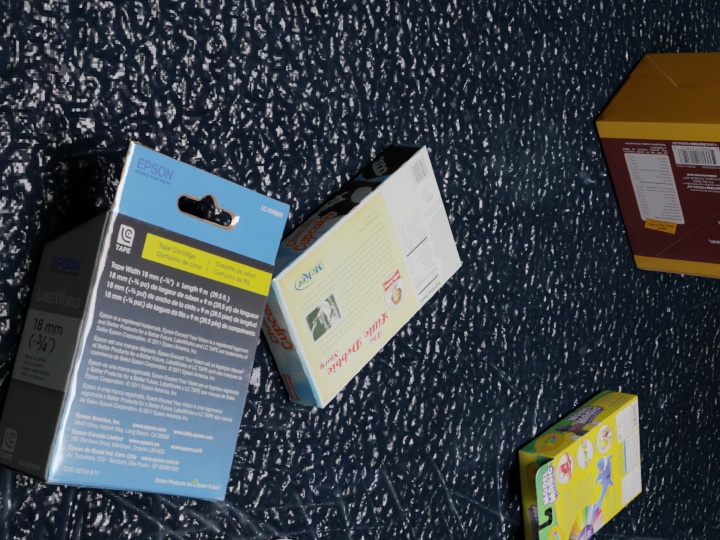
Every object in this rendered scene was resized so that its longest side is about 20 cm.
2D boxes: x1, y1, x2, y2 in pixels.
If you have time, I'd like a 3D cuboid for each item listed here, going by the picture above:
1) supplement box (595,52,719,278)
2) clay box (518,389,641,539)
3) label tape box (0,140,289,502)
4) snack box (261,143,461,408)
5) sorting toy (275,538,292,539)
[{"bbox_3d":[0.384,-0.109,1.223,0.133,0.196,0.201,-49,130,-33],"label":"supplement box"},{"bbox_3d":[0.222,0.212,1.191,0.199,0.047,0.116,-22,112,-45],"label":"clay box"},{"bbox_3d":[-0.133,0.035,0.732,0.144,0.063,0.202,20,80,-49],"label":"label tape box"},{"bbox_3d":[0.000,0.000,0.906,0.200,0.037,0.117,-43,125,-38],"label":"snack box"},{"bbox_3d":[-0.032,0.302,0.887,0.199,0.106,0.182,22,59,-49],"label":"sorting toy"}]
